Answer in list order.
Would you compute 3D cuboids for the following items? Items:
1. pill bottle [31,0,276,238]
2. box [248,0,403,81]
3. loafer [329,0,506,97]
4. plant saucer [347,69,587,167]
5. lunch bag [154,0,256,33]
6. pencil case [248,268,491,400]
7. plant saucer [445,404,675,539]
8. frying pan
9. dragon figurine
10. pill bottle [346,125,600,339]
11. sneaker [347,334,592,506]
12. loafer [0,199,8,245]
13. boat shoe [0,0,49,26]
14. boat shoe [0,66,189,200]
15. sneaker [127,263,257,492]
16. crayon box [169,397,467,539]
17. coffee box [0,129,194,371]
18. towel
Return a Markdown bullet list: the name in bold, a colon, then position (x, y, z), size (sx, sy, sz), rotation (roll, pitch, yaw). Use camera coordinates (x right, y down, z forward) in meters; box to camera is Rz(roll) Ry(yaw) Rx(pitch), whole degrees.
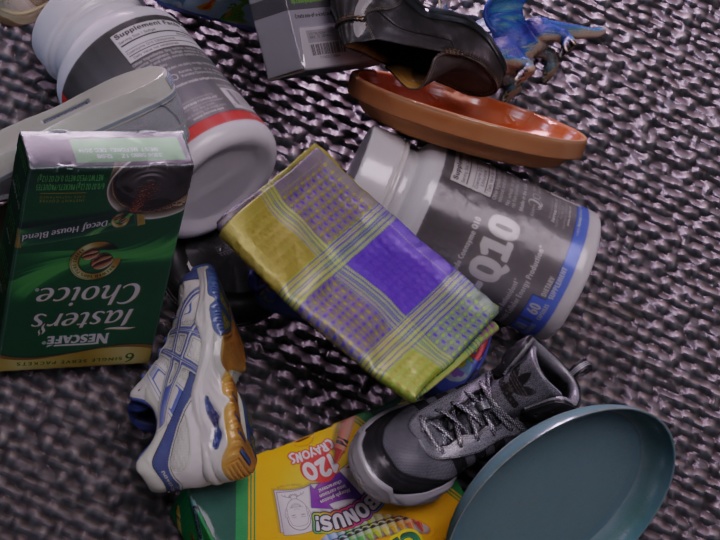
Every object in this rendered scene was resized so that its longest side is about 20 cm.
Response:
- **pill bottle**: position (-0.163, -0.130, 1.527), size (0.116, 0.116, 0.200), rotation (-24, 59, -30)
- **box**: position (-0.042, -0.258, 1.583), size (0.156, 0.041, 0.201), rotation (-18, 95, -58)
- **loafer**: position (0.044, -0.176, 1.588), size (0.200, 0.073, 0.073), rotation (24, 60, -41)
- **plant saucer**: position (0.085, -0.121, 1.608), size (0.199, 0.200, 0.032), rotation (14, 101, -13)
- **lunch bag**: position (-0.122, -0.286, 1.613), size (0.200, 0.082, 0.161), rotation (8, 54, -54)
- **pencil case**: position (0.007, 0.028, 1.524), size (0.200, 0.078, 0.087), rotation (30, 82, -14)
- **plant saucer**: position (0.142, 0.172, 1.453), size (0.199, 0.201, 0.027), rotation (-13, 42, -26)
- **frying pan**: position (-0.108, -0.045, 1.567), size (0.114, 0.031, 0.191), rotation (4, 64, -19)
- **dragon figurine**: position (0.133, -0.211, 1.728), size (0.200, 0.059, 0.100), rotation (-31, 77, -30)
- **pill bottle**: position (0.080, -0.033, 1.577), size (0.199, 0.114, 0.114), rotation (23, 57, -6)
- **sneaker**: position (0.084, 0.103, 1.434), size (0.200, 0.114, 0.076), rotation (-14, 66, -44)
- **loafer**: position (-0.272, -0.037, 1.470), size (0.070, 0.075, 0.200), rotation (44, 57, 12)
- **boat shoe**: position (-0.226, -0.273, 1.624), size (0.071, 0.065, 0.200), rotation (41, 57, 5)
- **boat shoe**: position (-0.215, -0.074, 1.412), size (0.200, 0.070, 0.072), rotation (-25, 112, -2)
- **sneaker**: position (-0.131, 0.074, 1.436), size (0.088, 0.075, 0.200), rotation (-16, 41, 7)
- **crayon box**: position (-0.025, 0.184, 1.452), size (0.199, 0.058, 0.119), rotation (-20, 70, -29)
- **coffee box**: position (-0.194, -0.012, 1.412), size (0.122, 0.200, 0.044), rotation (-2, 44, -23)
- **towel**: position (0.000, 0.000, 1.454), size (0.200, 0.023, 0.144), rotation (44, 43, 9)
